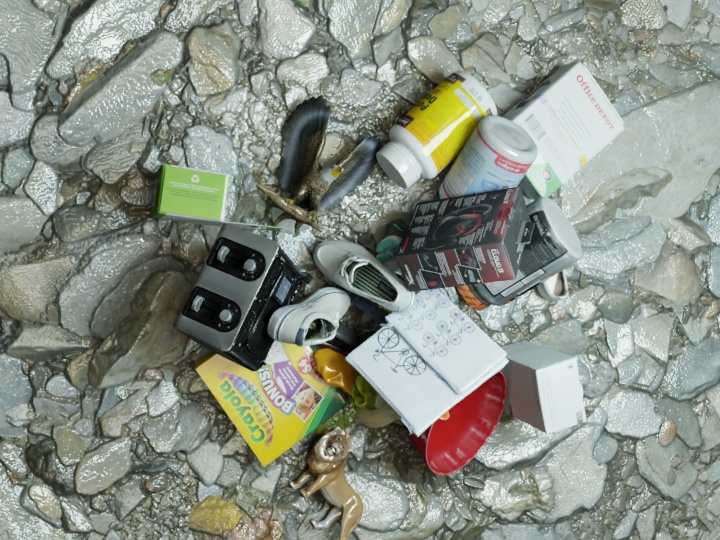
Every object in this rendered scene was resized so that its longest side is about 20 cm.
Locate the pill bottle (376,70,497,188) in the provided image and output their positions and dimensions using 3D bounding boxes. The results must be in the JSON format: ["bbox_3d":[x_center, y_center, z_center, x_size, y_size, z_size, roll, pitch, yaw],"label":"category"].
[{"bbox_3d":[0.123,-0.229,1.708,0.200,0.109,0.109,-42,103,-9],"label":"pill bottle"}]

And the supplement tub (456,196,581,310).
[{"bbox_3d":[0.255,-0.023,1.715,0.199,0.123,0.123,-33,104,26],"label":"supplement tub"}]

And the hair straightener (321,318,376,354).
[{"bbox_3d":[0.010,0.121,1.720,0.199,0.041,0.077,28,127,-15],"label":"hair straightener"}]

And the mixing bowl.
[{"bbox_3d":[0.140,0.228,1.725,0.199,0.108,0.202,-28,132,-35],"label":"mixing bowl"}]

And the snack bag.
[{"bbox_3d":[0.098,0.135,1.611,0.199,0.021,0.189,-36,61,-17],"label":"snack bag"}]

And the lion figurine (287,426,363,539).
[{"bbox_3d":[-0.041,0.368,1.734,0.122,0.072,0.201,-34,116,-23],"label":"lion figurine"}]

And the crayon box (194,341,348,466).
[{"bbox_3d":[-0.146,0.187,1.690,0.172,0.058,0.201,-36,101,-10],"label":"crayon box"}]

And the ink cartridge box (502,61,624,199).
[{"bbox_3d":[0.332,-0.239,1.775,0.200,0.087,0.146,-41,103,-7],"label":"ink cartridge box"}]

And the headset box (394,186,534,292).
[{"bbox_3d":[0.171,-0.050,1.603,0.198,0.149,0.075,-8,125,26],"label":"headset box"}]

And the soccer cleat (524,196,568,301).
[{"bbox_3d":[0.312,-0.040,1.788,0.069,0.078,0.202,-26,100,-12],"label":"soccer cleat"}]

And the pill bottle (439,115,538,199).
[{"bbox_3d":[0.197,-0.145,1.695,0.108,0.109,0.201,20,125,-15],"label":"pill bottle"}]

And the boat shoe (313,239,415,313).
[{"bbox_3d":[0.000,0.000,1.651,0.199,0.067,0.074,26,89,26],"label":"boat shoe"}]

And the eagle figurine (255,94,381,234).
[{"bbox_3d":[-0.066,-0.158,1.671,0.152,0.149,0.201,67,37,-49],"label":"eagle figurine"}]

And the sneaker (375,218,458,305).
[{"bbox_3d":[0.104,-0.012,1.737,0.077,0.092,0.200,-22,127,27],"label":"sneaker"}]

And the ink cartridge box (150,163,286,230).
[{"bbox_3d":[-0.219,-0.109,1.606,0.198,0.148,0.077,6,88,-16],"label":"ink cartridge box"}]

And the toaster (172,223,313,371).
[{"bbox_3d":[-0.178,0.044,1.578,0.118,0.200,0.182,23,80,16],"label":"toaster"}]

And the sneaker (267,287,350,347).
[{"bbox_3d":[-0.064,0.081,1.609,0.070,0.199,0.074,28,116,23],"label":"sneaker"}]

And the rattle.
[{"bbox_3d":[0.040,0.171,1.630,0.130,0.199,0.144,-36,110,-23],"label":"rattle"}]

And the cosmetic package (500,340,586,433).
[{"bbox_3d":[0.294,0.192,1.736,0.080,0.200,0.114,-13,97,-14],"label":"cosmetic package"}]

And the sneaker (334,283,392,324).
[{"bbox_3d":[0.026,0.039,1.725,0.074,0.082,0.200,-44,84,10],"label":"sneaker"}]
